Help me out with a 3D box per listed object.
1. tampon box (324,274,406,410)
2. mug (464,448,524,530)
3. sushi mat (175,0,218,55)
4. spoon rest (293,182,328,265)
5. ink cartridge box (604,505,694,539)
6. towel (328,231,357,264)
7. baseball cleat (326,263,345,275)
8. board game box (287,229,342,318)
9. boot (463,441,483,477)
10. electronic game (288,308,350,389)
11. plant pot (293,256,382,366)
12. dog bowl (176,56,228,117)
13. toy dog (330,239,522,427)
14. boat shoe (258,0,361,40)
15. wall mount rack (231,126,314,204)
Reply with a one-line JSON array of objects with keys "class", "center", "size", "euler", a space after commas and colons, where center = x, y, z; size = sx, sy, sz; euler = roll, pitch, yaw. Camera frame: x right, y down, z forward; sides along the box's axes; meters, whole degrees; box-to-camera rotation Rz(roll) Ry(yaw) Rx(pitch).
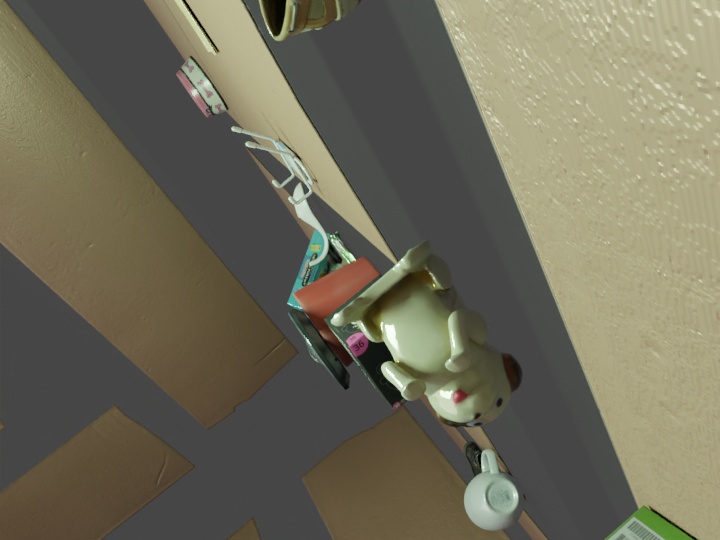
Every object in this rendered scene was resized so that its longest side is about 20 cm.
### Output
[{"class": "tampon box", "center": [0.053, 0.143, 1.317], "size": [0.201, 0.150, 0.126], "euler": [56, 171, -33]}, {"class": "mug", "center": [0.349, 0.571, 1.719], "size": [0.176, 0.146, 0.202], "euler": [86, 178, -67]}, {"class": "sushi mat", "center": [-0.356, -0.528, 1.333], "size": [0.201, 0.012, 0.096], "euler": [56, 174, -29]}, {"class": "spoon rest", "center": [-0.117, -0.115, 1.589], "size": [0.099, 0.060, 0.202], "euler": [-110, 8, -86]}, {"class": "ink cartridge box", "center": [0.322, 0.337, 0.594], "size": [0.201, 0.076, 0.148], "euler": [53, 175, -7]}, {"class": "towel", "center": [0.000, 0.000, 1.620], "size": [0.200, 0.031, 0.149], "euler": [50, 177, 14]}, {"class": "baseball cleat", "center": [-0.016, 0.061, 1.642], "size": [0.200, 0.070, 0.107], "euler": [48, 175, 46]}, {"class": "board game box", "center": [-0.110, 0.017, 1.699], "size": [0.047, 0.202, 0.151], "euler": [16, 169, 18]}, {"class": "boot", "center": [0.389, 0.626, 2.032], "size": [0.201, 0.069, 0.174], "euler": [56, 176, -3]}, {"class": "electronic game", "center": [-0.085, 0.162, 1.354], "size": [0.201, 0.041, 0.200], "euler": [52, 175, 7]}, {"class": "plant pot", "center": [-0.021, 0.078, 1.434], "size": [0.201, 0.177, 0.200], "euler": [53, 176, 6]}, {"class": "dog bowl", "center": [-0.516, -0.585, 2.125], "size": [0.201, 0.074, 0.200], "euler": [53, 176, 5]}, {"class": "toy dog", "center": [0.087, 0.089, 0.748], "size": [0.201, 0.139, 0.194], "euler": [53, -172, 7]}, {"class": "boat shoe", "center": [-0.046, -0.192, 0.352], "size": [0.072, 0.076, 0.200], "euler": [52, 175, 19]}, {"class": "wall mount rack", "center": [-0.176, -0.229, 1.354], "size": [0.174, 0.074, 0.200], "euler": [57, 173, -35]}]
